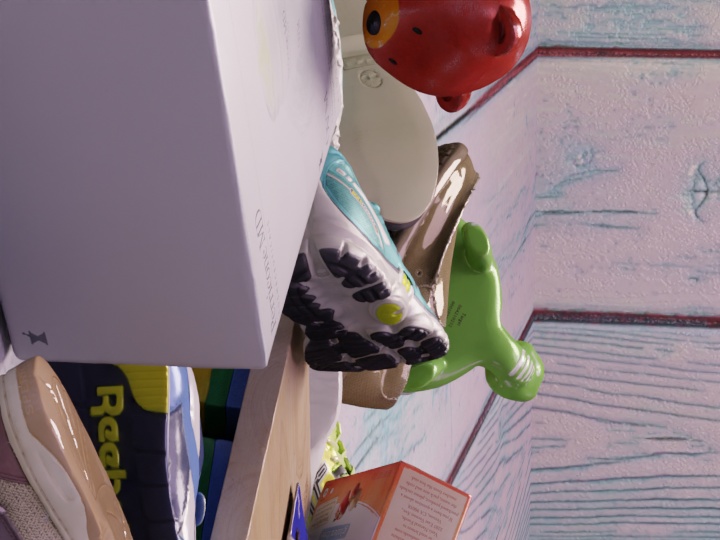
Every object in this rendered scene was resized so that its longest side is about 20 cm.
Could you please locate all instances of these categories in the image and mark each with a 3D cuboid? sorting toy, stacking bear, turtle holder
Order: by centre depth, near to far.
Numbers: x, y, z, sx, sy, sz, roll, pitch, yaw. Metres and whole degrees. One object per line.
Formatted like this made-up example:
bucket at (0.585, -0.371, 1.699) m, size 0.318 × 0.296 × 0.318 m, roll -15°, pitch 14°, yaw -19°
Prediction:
stacking bear at (0.020, -0.177, 1.033) m, size 0.121 × 0.113 × 0.201 m, roll -41°, pitch -116°, yaw 47°
sorting toy at (-0.077, 0.135, 1.149) m, size 0.201 × 0.069 × 0.199 m, roll 91°, pitch 8°, yaw -48°
turtle holder at (0.041, 0.020, 1.507) m, size 0.132 × 0.184 × 0.142 m, roll 118°, pitch -27°, yaw -82°

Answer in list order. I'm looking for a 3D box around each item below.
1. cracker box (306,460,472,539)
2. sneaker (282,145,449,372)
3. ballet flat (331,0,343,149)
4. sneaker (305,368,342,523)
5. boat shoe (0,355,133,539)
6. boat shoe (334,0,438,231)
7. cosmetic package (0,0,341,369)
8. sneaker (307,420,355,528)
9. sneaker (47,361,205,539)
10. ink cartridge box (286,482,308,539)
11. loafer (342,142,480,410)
cracker box at (-0.013, 0.223, 1.301) m, size 0.134 × 0.057 × 0.201 m, roll -28°, pitch -142°, yaw 66°
sneaker at (0.000, 0.000, 1.107) m, size 0.200 × 0.077 × 0.080 m, roll 65°, pitch 19°, yaw -63°
ballet flat at (-0.047, -0.090, 1.330) m, size 0.072 × 0.071 × 0.201 m, roll -55°, pitch 144°, yaw -71°
sneaker at (-0.057, 0.124, 1.330) m, size 0.088 × 0.075 × 0.201 m, roll 85°, pitch 15°, yaw -86°
boat shoe at (-0.133, 0.115, 0.888) m, size 0.200 × 0.064 × 0.072 m, roll 78°, pitch -1°, yaw -49°
boat shoe at (-0.005, -0.106, 1.398) m, size 0.201 × 0.071 × 0.063 m, roll 69°, pitch -28°, yaw 26°
cosmetic package at (-0.089, -0.096, 0.932) m, size 0.200 × 0.122 × 0.200 m, roll -74°, pitch 163°, yaw -48°
sneaker at (-0.030, 0.136, 1.423) m, size 0.075 × 0.076 × 0.201 m, roll -35°, pitch 124°, yaw -75°
sneaker at (-0.107, 0.117, 1.008) m, size 0.082 × 0.074 × 0.201 m, roll 17°, pitch 77°, yaw -81°
ink cartridge box at (-0.035, 0.227, 1.168) m, size 0.095 × 0.037 × 0.201 m, roll 86°, pitch 10°, yaw -63°
loafer at (0.027, 0.006, 1.404) m, size 0.076 × 0.067 × 0.201 m, roll -3°, pitch -126°, yaw 61°
